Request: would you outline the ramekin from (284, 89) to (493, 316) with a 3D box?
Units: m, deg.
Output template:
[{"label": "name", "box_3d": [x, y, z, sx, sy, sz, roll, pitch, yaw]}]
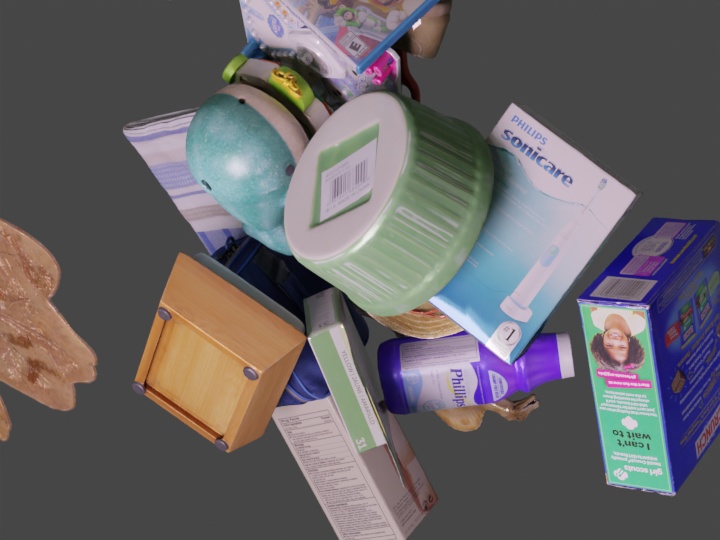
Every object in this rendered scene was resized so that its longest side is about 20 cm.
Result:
[{"label": "ramekin", "box_3d": [0.019, -0.068, 1.478, 0.097, 0.202, 0.199, 28, 144, -35]}]

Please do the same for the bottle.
[{"label": "bottle", "box_3d": [0.119, 0.099, 1.644, 0.198, 0.066, 0.084, -7, 136, 6]}]

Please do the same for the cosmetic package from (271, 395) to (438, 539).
[{"label": "cosmetic package", "box_3d": [-0.008, 0.209, 1.836, 0.103, 0.087, 0.201, -13, 111, 41]}]

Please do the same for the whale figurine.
[{"label": "whale figurine", "box_3d": [-0.114, -0.088, 1.611, 0.159, 0.104, 0.201, 31, 147, 29]}]

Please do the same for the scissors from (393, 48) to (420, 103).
[{"label": "scissors", "box_3d": [0.041, -0.225, 1.579, 0.073, 0.014, 0.201, 32, 129, 24]}]

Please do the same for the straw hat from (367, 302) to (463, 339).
[{"label": "straw hat", "box_3d": [0.068, -0.035, 1.622, 0.199, 0.085, 0.203, 1, 95, 13]}]

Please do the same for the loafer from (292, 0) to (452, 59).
[{"label": "loafer", "box_3d": [-0.001, -0.242, 1.540, 0.199, 0.076, 0.068, 14, 114, 38]}]

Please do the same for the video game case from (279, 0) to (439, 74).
[{"label": "video game case", "box_3d": [-0.019, -0.294, 1.479, 0.200, 0.143, 0.018, 44, 171, 16]}]

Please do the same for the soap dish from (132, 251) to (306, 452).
[{"label": "soap dish", "box_3d": [-0.152, 0.090, 1.659, 0.157, 0.081, 0.201, 34, 142, 6]}]

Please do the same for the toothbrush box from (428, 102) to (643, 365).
[{"label": "toothbrush box", "box_3d": [0.149, -0.036, 1.514, 0.146, 0.085, 0.201, 36, 103, 9]}]

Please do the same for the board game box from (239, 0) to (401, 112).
[{"label": "board game box", "box_3d": [-0.046, -0.207, 1.569, 0.199, 0.026, 0.200, 35, 163, 15]}]

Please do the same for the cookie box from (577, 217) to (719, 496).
[{"label": "cookie box", "box_3d": [0.283, 0.078, 1.493, 0.075, 0.171, 0.202, 5, 120, 35]}]

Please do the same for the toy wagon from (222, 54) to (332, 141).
[{"label": "toy wagon", "box_3d": [-0.073, -0.157, 1.627, 0.155, 0.040, 0.200, 40, 160, 7]}]

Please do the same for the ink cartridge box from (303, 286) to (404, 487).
[{"label": "ink cartridge box", "box_3d": [-0.008, 0.120, 1.613, 0.048, 0.200, 0.146, -20, 112, 5]}]

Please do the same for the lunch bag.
[{"label": "lunch bag", "box_3d": [-0.093, 0.045, 1.742, 0.132, 0.136, 0.200, -17, 119, 45]}]

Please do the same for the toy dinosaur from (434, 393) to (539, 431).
[{"label": "toy dinosaur", "box_3d": [0.092, 0.131, 1.737, 0.199, 0.058, 0.102, 1, 119, 35]}]

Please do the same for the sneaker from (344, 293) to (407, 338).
[{"label": "sneaker", "box_3d": [0.000, 0.000, 1.697, 0.200, 0.088, 0.075, 41, 134, 7]}]

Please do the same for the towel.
[{"label": "towel", "box_3d": [-0.163, -0.093, 1.764, 0.146, 0.024, 0.201, -5, 130, 37]}]
